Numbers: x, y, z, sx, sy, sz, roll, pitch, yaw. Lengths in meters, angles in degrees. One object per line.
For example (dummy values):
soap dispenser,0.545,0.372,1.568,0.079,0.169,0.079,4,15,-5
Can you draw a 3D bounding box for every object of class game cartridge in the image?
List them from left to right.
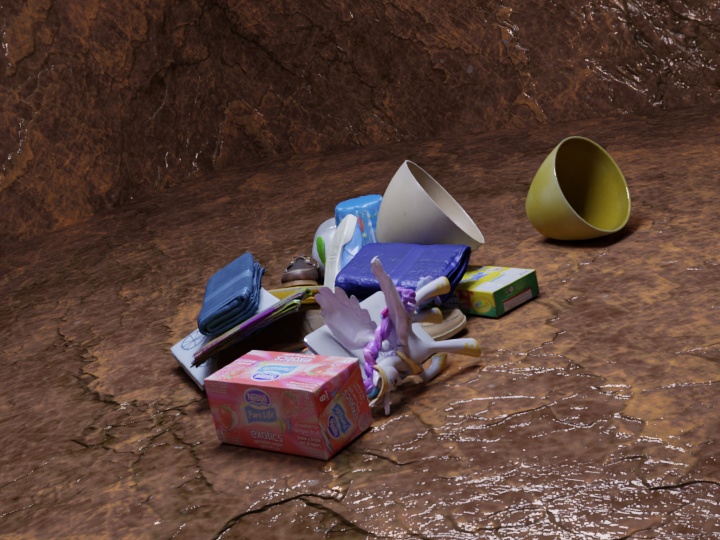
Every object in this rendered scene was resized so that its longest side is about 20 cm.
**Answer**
game cartridge,-0.144,0.053,1.711,0.198,0.033,0.176,-10,-5,31

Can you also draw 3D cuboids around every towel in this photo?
towel,-0.215,0.043,1.565,0.111,0.049,0.200,-32,21,8
towel,-0.165,0.085,1.426,0.199,0.023,0.144,-30,2,2
towel,0.071,0.006,1.533,0.198,0.050,0.148,4,31,30

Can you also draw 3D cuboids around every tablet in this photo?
tablet,0.020,0.106,1.358,0.199,0.130,0.014,-30,-21,-48

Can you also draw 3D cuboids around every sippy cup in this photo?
sippy cup,0.010,-0.069,1.766,0.138,0.132,0.178,-3,17,30

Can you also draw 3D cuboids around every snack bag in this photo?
snack bag,-0.209,0.104,1.542,0.199,0.022,0.188,-38,26,-15

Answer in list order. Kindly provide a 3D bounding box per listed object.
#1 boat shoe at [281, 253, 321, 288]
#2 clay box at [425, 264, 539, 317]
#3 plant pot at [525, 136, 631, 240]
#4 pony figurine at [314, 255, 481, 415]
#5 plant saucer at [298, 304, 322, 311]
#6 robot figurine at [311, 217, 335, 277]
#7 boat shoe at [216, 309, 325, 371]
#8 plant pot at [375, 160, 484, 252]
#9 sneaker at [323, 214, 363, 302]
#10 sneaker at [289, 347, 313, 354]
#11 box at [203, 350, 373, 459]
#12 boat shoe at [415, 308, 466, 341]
boat shoe,-0.113,0.003,1.779,0.069,0.071,0.200,-4,-2,2
clay box,0.191,0.031,1.594,0.114,0.048,0.199,-23,17,-36
plant pot,0.406,-0.138,1.826,0.199,0.201,0.142,-24,-7,-39
pony figurine,0.051,0.079,1.284,0.199,0.195,0.166,-22,-6,-38
plant saucer,-0.145,0.110,1.603,0.198,0.036,0.200,-11,15,3
robot figurine,-0.044,-0.043,1.934,0.170,0.113,0.200,-52,10,11
boat shoe,-0.124,0.129,1.442,0.199,0.073,0.072,-29,44,-21
plant pot,0.105,-0.076,1.665,0.134,0.200,0.200,-45,8,15
sneaker,-0.001,0.001,1.653,0.077,0.110,0.202,-47,28,46
sneaker,-0.060,0.130,1.390,0.199,0.071,0.090,-25,21,-35
box,-0.096,0.171,1.218,0.198,0.096,0.102,0,20,40
boat shoe,0.067,0.085,1.461,0.198,0.065,0.071,-14,15,-3
